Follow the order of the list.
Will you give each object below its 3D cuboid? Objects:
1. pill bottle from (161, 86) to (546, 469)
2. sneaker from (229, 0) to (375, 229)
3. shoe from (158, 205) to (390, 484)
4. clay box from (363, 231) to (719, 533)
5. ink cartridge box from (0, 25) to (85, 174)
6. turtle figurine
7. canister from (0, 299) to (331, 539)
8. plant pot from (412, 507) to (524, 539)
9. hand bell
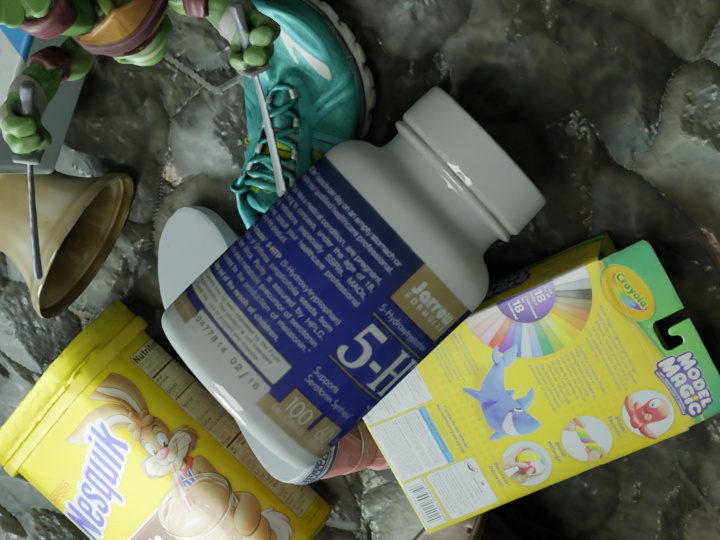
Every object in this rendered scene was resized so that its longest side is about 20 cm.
[{"bbox_3d":[0.000,0.000,1.075,0.200,0.120,0.120,-44,91,2],"label":"pill bottle"},{"bbox_3d":[-0.037,-0.067,1.130,0.077,0.080,0.201,9,120,26],"label":"sneaker"},{"bbox_3d":[-0.048,0.045,1.211,0.072,0.091,0.201,-50,58,30],"label":"shoe"},{"bbox_3d":[0.101,0.061,1.124,0.199,0.048,0.115,-25,104,20],"label":"clay box"},{"bbox_3d":[-0.263,-0.160,1.174,0.199,0.084,0.147,24,100,18],"label":"ink cartridge box"},{"bbox_3d":[-0.119,-0.108,1.026,0.143,0.194,0.201,4,77,10],"label":"turtle figurine"},{"bbox_3d":[-0.133,0.137,1.303,0.200,0.087,0.149,43,130,0],"label":"canister"},{"bbox_3d":[0.089,0.273,1.193,0.198,0.200,0.200,38,130,-4],"label":"plant pot"},{"bbox_3d":[-0.254,-0.064,1.237,0.199,0.104,0.104,30,128,9],"label":"hand bell"}]
